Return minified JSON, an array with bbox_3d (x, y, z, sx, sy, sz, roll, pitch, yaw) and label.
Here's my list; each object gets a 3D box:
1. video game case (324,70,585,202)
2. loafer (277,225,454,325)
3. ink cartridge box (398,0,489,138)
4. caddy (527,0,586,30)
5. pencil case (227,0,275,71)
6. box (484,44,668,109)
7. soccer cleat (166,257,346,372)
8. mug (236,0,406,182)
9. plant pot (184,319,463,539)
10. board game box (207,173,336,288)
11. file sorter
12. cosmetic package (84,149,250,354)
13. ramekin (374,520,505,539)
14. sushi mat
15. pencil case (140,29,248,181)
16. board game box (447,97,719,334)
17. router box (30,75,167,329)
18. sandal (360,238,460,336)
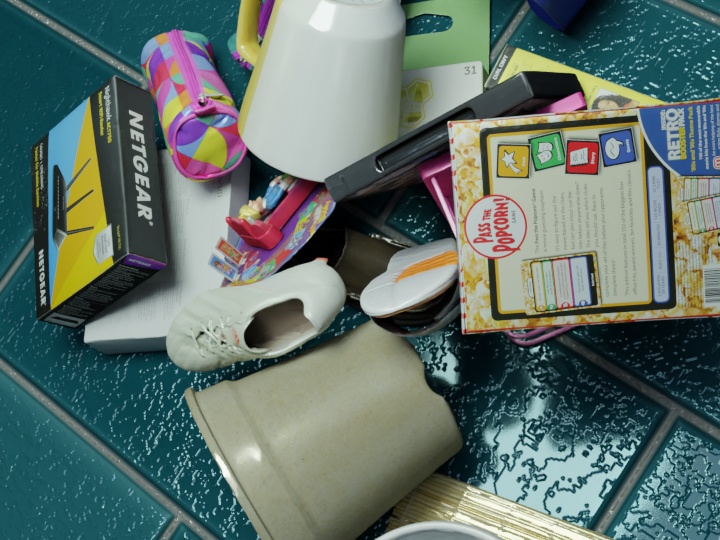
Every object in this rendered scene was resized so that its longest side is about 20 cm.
[{"bbox_3d":[0.084,-0.112,0.942,0.180,0.200,0.026,-26,88,24],"label":"video game case"},{"bbox_3d":[0.000,0.000,1.055,0.198,0.071,0.074,10,75,21],"label":"loafer"},{"bbox_3d":[0.056,-0.187,1.117,0.144,0.048,0.202,-4,73,18],"label":"ink cartridge box"},{"bbox_3d":[0.158,-0.309,1.049,0.141,0.200,0.105,40,102,21],"label":"caddy"},{"bbox_3d":[-0.066,-0.276,1.110,0.085,0.201,0.092,39,48,8],"label":"pencil case"},{"bbox_3d":[0.215,-0.140,1.033,0.199,0.075,0.050,26,83,23],"label":"box"},{"bbox_3d":[-0.099,0.047,0.960,0.199,0.070,0.078,-23,22,32],"label":"soccer cleat"},{"bbox_3d":[-0.043,-0.188,1.003,0.185,0.154,0.150,20,38,7],"label":"mug"},{"bbox_3d":[-0.021,0.140,0.964,0.182,0.201,0.201,-31,64,-7],"label":"plant pot"},{"bbox_3d":[-0.080,-0.063,1.051,0.157,0.039,0.201,-34,25,31],"label":"board game box"},{"bbox_3d":[0.152,-0.028,0.945,0.138,0.200,0.127,-24,69,8],"label":"file sorter"},{"bbox_3d":[-0.191,-0.022,1.139,0.149,0.052,0.202,-5,70,19],"label":"cosmetic package"},{"bbox_3d":[0.074,0.302,0.897,0.198,0.105,0.203,-5,75,19],"label":"ramekin"},{"bbox_3d":[0.115,0.242,0.964,0.198,0.012,0.097,17,79,23],"label":"sushi mat"},{"bbox_3d":[-0.166,-0.170,1.128,0.088,0.089,0.200,-35,39,4],"label":"pencil case"},{"bbox_3d":[0.165,-0.039,0.807,0.197,0.046,0.153,-3,95,5],"label":"board game box"},{"bbox_3d":[-0.259,-0.066,1.105,0.149,0.051,0.202,-31,57,33],"label":"router box"},{"bbox_3d":[0.056,0.019,0.928,0.078,0.207,0.060,-16,99,14],"label":"sandal"}]
